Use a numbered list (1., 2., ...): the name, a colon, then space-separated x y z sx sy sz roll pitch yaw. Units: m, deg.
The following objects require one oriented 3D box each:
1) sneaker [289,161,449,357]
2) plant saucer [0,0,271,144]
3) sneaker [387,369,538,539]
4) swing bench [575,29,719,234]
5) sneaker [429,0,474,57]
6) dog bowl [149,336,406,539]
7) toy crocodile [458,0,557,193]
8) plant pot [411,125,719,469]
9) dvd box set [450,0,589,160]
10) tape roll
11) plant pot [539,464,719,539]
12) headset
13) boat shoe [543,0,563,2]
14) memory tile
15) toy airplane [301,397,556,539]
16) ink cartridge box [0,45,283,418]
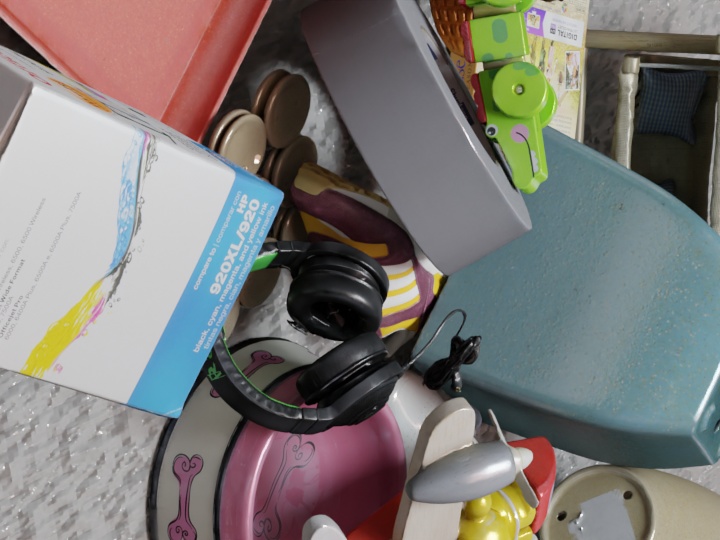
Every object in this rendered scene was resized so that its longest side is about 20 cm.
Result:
1. sneaker: 0.000 0.000 1.354 0.090 0.075 0.200 -58 145 -4
2. plant saucer: -0.135 -0.191 1.205 0.200 0.037 0.201 44 62 -44
3. sneaker: 0.067 0.142 1.468 0.077 0.080 0.200 -55 132 -27
4. swing bench: 0.273 -0.087 1.582 0.129 0.199 0.200 -6 100 -49
5. sneaker: 0.098 -0.246 1.414 0.092 0.075 0.201 13 87 -79
6. dog bowl: -0.046 0.149 1.338 0.200 0.074 0.201 -10 103 -48
7. toy crocodile: 0.093 -0.150 1.336 0.067 0.061 0.201 -5 85 -79
8. plant pot: 0.186 0.041 1.441 0.197 0.199 0.196 -62 156 -7
9. dvd box set: 0.118 -0.134 1.520 0.146 0.029 0.201 4 92 -51
10. tape roll: 0.038 -0.099 1.311 0.201 0.066 0.200 60 9 -15
11. plant pot: 0.219 0.229 1.557 0.200 0.186 0.188 46 61 -53
12. headset: -0.015 0.049 1.287 0.199 0.094 0.124 3 63 -25
13. boat shoe: 0.165 -0.247 1.470 0.200 0.067 0.072 -62 169 -60
14. memory tile: -0.089 -0.023 1.275 0.200 0.017 0.154 -47 146 -35
15. toy airplane: 0.052 0.184 1.292 0.200 0.141 0.200 -57 152 0
16. ink cartridge box: -0.176 -0.031 1.070 0.200 0.147 0.145 22 96 -50
